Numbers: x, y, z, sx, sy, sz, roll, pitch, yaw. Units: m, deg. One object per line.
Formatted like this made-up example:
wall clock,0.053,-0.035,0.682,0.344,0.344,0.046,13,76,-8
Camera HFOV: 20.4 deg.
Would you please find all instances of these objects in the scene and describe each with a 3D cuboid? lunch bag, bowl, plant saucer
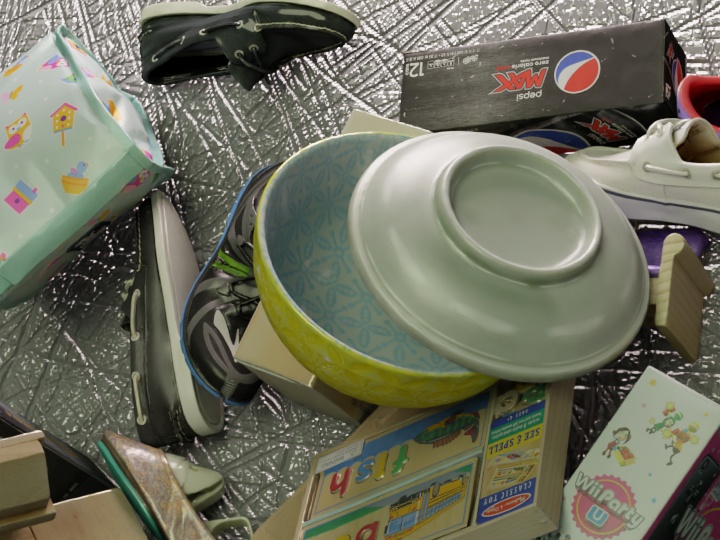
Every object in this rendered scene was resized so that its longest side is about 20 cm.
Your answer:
lunch bag,-0.239,-0.071,1.525,0.170,0.122,0.200,-40,34,4
bowl,0.019,0.019,1.287,0.200,0.108,0.200,10,48,-11
plant saucer,0.093,-0.024,1.245,0.200,0.050,0.200,10,48,-11

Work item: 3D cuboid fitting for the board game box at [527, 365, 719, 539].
board game box,0.166,0.176,1.231,0.064,0.148,0.200,31,84,33

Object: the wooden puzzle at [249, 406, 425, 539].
wooden puzzle,0.033,0.153,1.323,0.200,0.046,0.185,-49,27,-12

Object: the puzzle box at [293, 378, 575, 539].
puzzle box,0.041,0.138,1.254,0.200,0.025,0.133,-26,31,29

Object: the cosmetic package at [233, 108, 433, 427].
cosmetic package,0.000,0.000,1.415,0.071,0.105,0.200,19,79,30

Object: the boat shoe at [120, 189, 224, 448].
boat shoe,-0.150,0.036,1.491,0.060,0.074,0.200,-19,68,14

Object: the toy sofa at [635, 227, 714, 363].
toy sofa,0.133,0.003,1.362,0.200,0.083,0.098,2,70,26

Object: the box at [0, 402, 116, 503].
box,-0.294,0.192,1.435,0.200,0.158,0.048,-48,50,-1

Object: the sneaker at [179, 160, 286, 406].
sneaker,-0.074,0.001,1.445,0.083,0.071,0.200,-32,36,59

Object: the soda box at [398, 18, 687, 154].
soda box,0.130,-0.124,1.430,0.200,0.063,0.071,-5,67,24

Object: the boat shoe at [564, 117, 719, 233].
boat shoe,0.218,-0.070,1.336,0.200,0.071,0.070,17,119,43

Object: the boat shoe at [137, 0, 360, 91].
boat shoe,-0.092,-0.171,1.551,0.199,0.074,0.066,4,72,27

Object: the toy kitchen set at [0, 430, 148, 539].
toy kitchen set,-0.214,0.227,1.325,0.200,0.163,0.181,-11,52,-31

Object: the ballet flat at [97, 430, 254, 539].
ballet flat,-0.116,0.183,1.421,0.067,0.068,0.200,-29,62,-11

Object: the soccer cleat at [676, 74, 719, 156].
soccer cleat,0.304,-0.090,1.327,0.200,0.073,0.068,14,75,30
